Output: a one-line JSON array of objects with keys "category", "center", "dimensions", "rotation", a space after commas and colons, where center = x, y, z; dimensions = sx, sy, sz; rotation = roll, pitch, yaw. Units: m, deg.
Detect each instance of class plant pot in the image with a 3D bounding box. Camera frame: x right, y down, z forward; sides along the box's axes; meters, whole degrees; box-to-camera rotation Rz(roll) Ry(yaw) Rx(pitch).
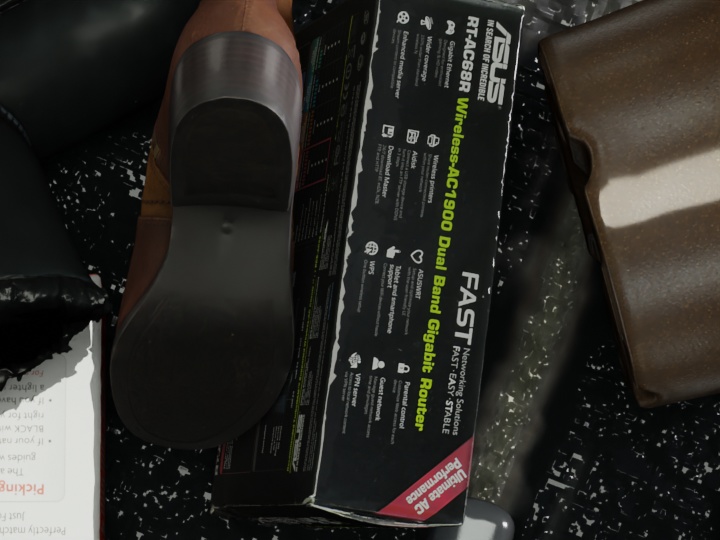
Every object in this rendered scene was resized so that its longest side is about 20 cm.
[{"category": "plant pot", "center": [0.180, -0.045, 1.017], "dimensions": [0.197, 0.200, 0.202], "rotation": [-15, 83, 3]}]

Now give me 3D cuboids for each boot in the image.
[{"category": "boot", "center": [-0.132, -0.038, 1.014], "dimensions": [0.197, 0.074, 0.163], "rotation": [-15, 49, -8]}, {"category": "boot", "center": [-0.056, -0.056, 1.011], "dimensions": [0.068, 0.189, 0.201], "rotation": [2, 40, -1]}]

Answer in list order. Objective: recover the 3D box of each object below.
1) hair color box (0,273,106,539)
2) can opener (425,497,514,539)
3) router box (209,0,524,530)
[{"category": "hair color box", "center": [-0.156, 0.104, 1.041], "dimensions": [0.110, 0.064, 0.202], "rotation": [1, 81, -3]}, {"category": "can opener", "center": [0.005, 0.184, 1.042], "dimensions": [0.066, 0.053, 0.201], "rotation": [16, 81, -1]}, {"category": "router box", "center": [0.000, 0.000, 1.013], "dimensions": [0.062, 0.150, 0.202], "rotation": [10, 82, -17]}]
